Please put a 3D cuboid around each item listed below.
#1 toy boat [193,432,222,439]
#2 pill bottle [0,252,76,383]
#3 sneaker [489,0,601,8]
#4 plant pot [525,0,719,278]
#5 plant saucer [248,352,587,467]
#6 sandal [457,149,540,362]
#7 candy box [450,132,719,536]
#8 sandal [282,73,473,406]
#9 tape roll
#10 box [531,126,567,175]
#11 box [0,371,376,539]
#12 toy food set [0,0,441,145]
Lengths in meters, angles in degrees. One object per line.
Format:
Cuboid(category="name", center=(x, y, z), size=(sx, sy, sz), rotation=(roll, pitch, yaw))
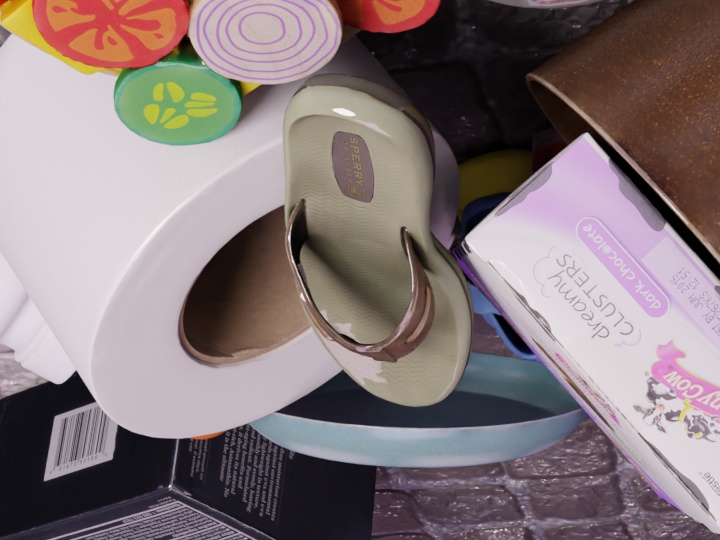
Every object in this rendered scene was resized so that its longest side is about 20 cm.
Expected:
Cuboid(category="toy boat", center=(-0.093, 0.037, 1.120), size=(0.199, 0.131, 0.131), rotation=(4, 148, -1))
Cuboid(category="pill bottle", center=(-0.226, -0.024, 1.013), size=(0.199, 0.112, 0.112), rotation=(31, 141, -15))
Cuboid(category="sneaker", center=(0.119, -0.174, 0.752), size=(0.199, 0.074, 0.087), rotation=(-21, 125, 5))
Cuboid(category="plant pot", center=(0.208, -0.083, 0.837), size=(0.200, 0.187, 0.187), rotation=(-42, 138, 2))
Cuboid(category="plant saucer", center=(0.027, 0.073, 1.018), size=(0.199, 0.028, 0.200), rotation=(0, -171, 0))
Cuboid(category="sandal", center=(0.096, 0.016, 1.113), size=(0.079, 0.088, 0.200), rotation=(-10, 148, 18))
Cuboid(category="candy box", center=(0.122, 0.029, 0.867), size=(0.071, 0.168, 0.200), rotation=(-41, 179, 0))
Cuboid(category="sandal", center=(-0.001, -0.001, 0.808), size=(0.079, 0.058, 0.201), rotation=(5, 145, 16))
Cuboid(category="tape roll", center=(-0.072, -0.039, 0.903), size=(0.202, 0.139, 0.203), rotation=(-28, 148, -19))
Cuboid(category="box", center=(0.198, -0.039, 1.001), size=(0.199, 0.095, 0.103), rotation=(-18, 144, 31))
Cuboid(category="box", center=(-0.126, 0.154, 1.322), size=(0.199, 0.124, 0.198), rotation=(-19, 141, 35))
Cuboid(category="toy food set", center=(-0.066, -0.132, 0.719), size=(0.200, 0.049, 0.197), rotation=(-32, 134, 34))
